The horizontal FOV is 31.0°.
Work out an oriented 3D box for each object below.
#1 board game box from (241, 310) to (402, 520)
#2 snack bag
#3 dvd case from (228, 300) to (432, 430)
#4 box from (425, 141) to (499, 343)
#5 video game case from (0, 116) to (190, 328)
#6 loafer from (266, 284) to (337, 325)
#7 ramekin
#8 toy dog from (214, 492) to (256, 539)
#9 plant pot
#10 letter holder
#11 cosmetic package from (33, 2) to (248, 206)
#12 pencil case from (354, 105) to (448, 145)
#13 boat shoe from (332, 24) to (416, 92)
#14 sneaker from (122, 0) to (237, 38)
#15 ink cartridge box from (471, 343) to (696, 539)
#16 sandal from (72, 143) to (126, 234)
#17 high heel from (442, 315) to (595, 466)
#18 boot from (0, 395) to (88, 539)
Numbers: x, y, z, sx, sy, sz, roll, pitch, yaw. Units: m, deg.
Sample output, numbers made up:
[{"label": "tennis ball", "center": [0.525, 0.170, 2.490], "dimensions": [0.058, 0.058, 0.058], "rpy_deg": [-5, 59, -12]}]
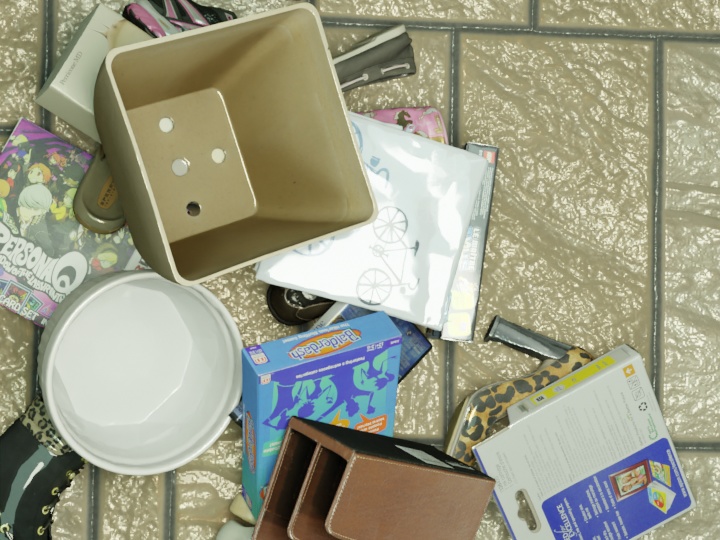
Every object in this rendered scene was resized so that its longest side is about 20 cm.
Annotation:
[{"label": "board game box", "center": [-0.040, 0.146, 1.280], "dimensions": [0.152, 0.045, 0.200], "rpy_deg": [-15, 131, -22]}, {"label": "snack bag", "center": [0.015, -0.056, 1.277], "dimensions": [0.200, 0.021, 0.189], "rpy_deg": [16, 86, -6]}, {"label": "dvd case", "center": [-0.026, 0.111, 1.329], "dimensions": [0.200, 0.018, 0.143], "rpy_deg": [-46, 135, -6]}, {"label": "box", "center": [0.105, -0.027, 1.344], "dimensions": [0.035, 0.110, 0.200], "rpy_deg": [8, 87, -5]}, {"label": "video game case", "center": [-0.306, -0.032, 1.343], "dimensions": [0.200, 0.036, 0.182], "rpy_deg": [30, 84, -3]}, {"label": "loafer", "center": [0.000, 0.000, 1.330], "dimensions": [0.200, 0.071, 0.073], "rpy_deg": [-30, 93, -7]}, {"label": "ramekin", "center": [-0.224, 0.093, 1.285], "dimensions": [0.200, 0.105, 0.201], "rpy_deg": [-4, 100, -26]}, {"label": "toy dog", "center": [-0.072, 0.305, 1.322], "dimensions": [0.200, 0.096, 0.132], "rpy_deg": [10, 87, -5]}, {"label": "plant pot", "center": [-0.134, -0.105, 1.163], "dimensions": [0.199, 0.177, 0.200], "rpy_deg": [-20, 96, -27]}, {"label": "letter holder", "center": [0.011, 0.237, 1.251], "dimensions": [0.200, 0.100, 0.142], "rpy_deg": [19, 92, -42]}, {"label": "cosmetic package", "center": [-0.203, -0.158, 1.273], "dimensions": [0.200, 0.073, 0.104], "rpy_deg": [32, 73, -21]}, {"label": "pencil case", "center": [-0.005, -0.121, 1.337], "dimensions": [0.200, 0.083, 0.087], "rpy_deg": [-10, 93, -16]}, {"label": "boat shoe", "center": [-0.019, -0.194, 1.338], "dimensions": [0.200, 0.067, 0.057], "rpy_deg": [-32, 105, -29]}, {"label": "sneaker", "center": [-0.147, -0.227, 1.347], "dimensions": [0.200, 0.080, 0.086], "rpy_deg": [44, 74, -8]}, {"label": "ink cartridge box", "center": [0.230, 0.207, 1.353], "dimensions": [0.200, 0.047, 0.198], "rpy_deg": [-26, 111, -5]}, {"label": "sandal", "center": [-0.234, -0.130, 1.322], "dimensions": [0.080, 0.054, 0.200], "rpy_deg": [22, 63, -7]}, {"label": "high heel", "center": [0.172, 0.162, 1.363], "dimensions": [0.142, 0.071, 0.200], "rpy_deg": [23, 80, -2]}, {"label": "boot", "center": [-0.316, 0.244, 1.315], "dimensions": [0.154, 0.073, 0.204], "rpy_deg": [-44, 94, -8]}]
